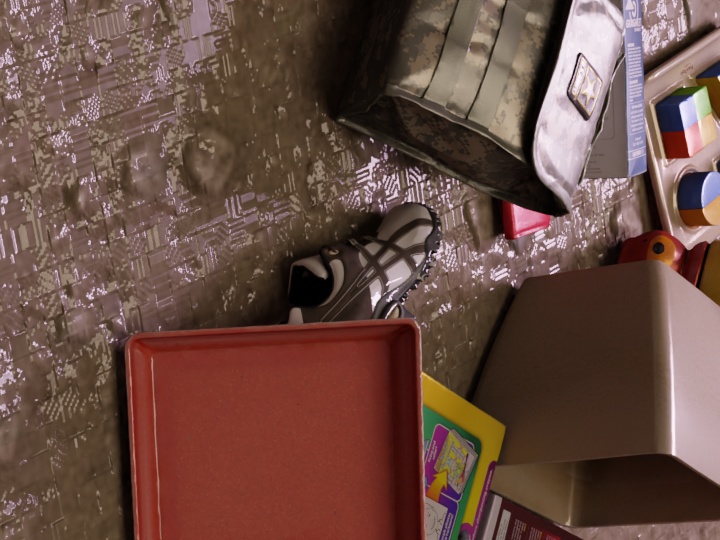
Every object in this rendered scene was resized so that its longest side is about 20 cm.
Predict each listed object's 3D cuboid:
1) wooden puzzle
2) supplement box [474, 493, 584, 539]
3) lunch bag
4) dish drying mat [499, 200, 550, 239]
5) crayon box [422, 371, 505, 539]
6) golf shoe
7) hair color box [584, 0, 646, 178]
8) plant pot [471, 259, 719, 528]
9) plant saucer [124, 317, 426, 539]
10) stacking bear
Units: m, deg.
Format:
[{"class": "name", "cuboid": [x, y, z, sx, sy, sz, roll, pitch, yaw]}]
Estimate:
[{"class": "wooden puzzle", "cuboid": [0.338, -0.120, 1.764, 0.185, 0.046, 0.202, -33, 119, -44]}, {"class": "supplement box", "cuboid": [0.129, 0.260, 1.534, 0.200, 0.061, 0.110, 33, 69, -46]}, {"class": "lunch bag", "cuboid": [0.104, -0.151, 1.371, 0.199, 0.117, 0.165, 24, 73, -20]}, {"class": "dish drying mat", "cuboid": [0.134, -0.131, 1.537, 0.077, 0.018, 0.202, -17, 106, -51]}, {"class": "crayon box", "cuboid": [0.020, 0.181, 1.396, 0.172, 0.058, 0.202, 34, 69, -46]}, {"class": "golf shoe", "cuboid": [0.000, 0.000, 1.337, 0.094, 0.078, 0.201, 30, 37, -8]}, {"class": "hair color box", "cuboid": [0.175, -0.176, 1.485, 0.060, 0.099, 0.202, -20, 109, -64]}, {"class": "plant pot", "cuboid": [0.218, 0.102, 1.537, 0.199, 0.199, 0.179, 31, 59, -48]}, {"class": "plant saucer", "cuboid": [-0.056, 0.133, 1.241, 0.198, 0.037, 0.202, -3, 99, -8]}, {"class": "stacking bear", "cuboid": [0.326, 0.019, 1.651, 0.114, 0.198, 0.122, 79, 28, -62]}]
